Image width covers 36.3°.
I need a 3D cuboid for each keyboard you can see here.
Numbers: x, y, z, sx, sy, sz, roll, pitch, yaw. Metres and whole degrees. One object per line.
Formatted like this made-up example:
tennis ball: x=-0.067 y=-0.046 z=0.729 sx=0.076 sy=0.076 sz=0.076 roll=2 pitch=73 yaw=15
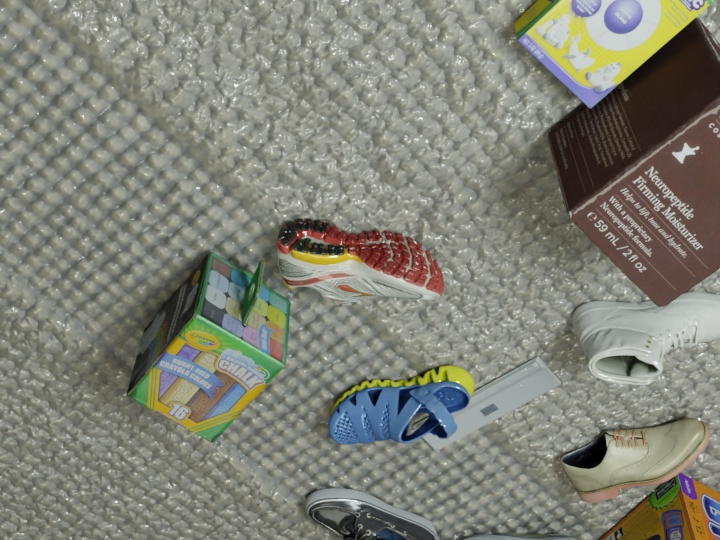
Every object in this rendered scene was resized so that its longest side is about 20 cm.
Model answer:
keyboard: x=0.163 y=0.176 z=1.431 sx=0.199 sy=0.011 sz=0.056 roll=-32 pitch=124 yaw=22

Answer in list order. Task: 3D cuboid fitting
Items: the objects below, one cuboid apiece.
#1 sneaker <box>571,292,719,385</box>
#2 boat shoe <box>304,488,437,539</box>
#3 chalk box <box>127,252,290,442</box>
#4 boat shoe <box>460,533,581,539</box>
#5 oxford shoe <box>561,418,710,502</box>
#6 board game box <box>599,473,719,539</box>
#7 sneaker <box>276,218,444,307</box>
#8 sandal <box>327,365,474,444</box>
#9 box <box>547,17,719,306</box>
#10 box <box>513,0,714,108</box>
sneaker: x=0.358 y=0.088 z=1.298 sx=0.198 sy=0.116 sz=0.074 roll=-5 pitch=124 yaw=3
boat shoe: x=0.016 y=0.365 z=1.533 sx=0.198 sy=0.067 sz=0.070 roll=23 pitch=123 yaw=-15
chalk box: x=-0.162 y=0.077 z=1.286 sx=0.123 sy=0.125 sz=0.200 roll=33 pitch=121 yaw=-20
boat shoe: x=0.223 y=0.409 z=1.561 sx=0.198 sy=0.062 sz=0.073 roll=-6 pitch=82 yaw=22
oxford shoe: x=0.356 y=0.238 z=1.433 sx=0.199 sy=0.071 sz=0.074 roll=-31 pitch=117 yaw=21
board game box: x=0.460 y=0.443 z=1.496 sx=0.199 sy=0.201 sz=0.200 roll=28 pitch=123 yaw=-18
sneaker: x=0.000 y=0.000 z=1.274 sx=0.198 sy=0.078 sz=0.083 roll=13 pitch=130 yaw=3
sandal: x=0.049 y=0.183 z=1.391 sx=0.198 sy=0.088 sz=0.080 roll=-19 pitch=125 yaw=17
box: x=0.324 y=-0.109 z=1.125 sx=0.200 sy=0.165 sz=0.166 roll=-38 pitch=117 yaw=25
box: x=0.263 y=-0.268 z=1.086 sx=0.117 sy=0.049 sz=0.200 roll=36 pitch=117 yaw=-23
